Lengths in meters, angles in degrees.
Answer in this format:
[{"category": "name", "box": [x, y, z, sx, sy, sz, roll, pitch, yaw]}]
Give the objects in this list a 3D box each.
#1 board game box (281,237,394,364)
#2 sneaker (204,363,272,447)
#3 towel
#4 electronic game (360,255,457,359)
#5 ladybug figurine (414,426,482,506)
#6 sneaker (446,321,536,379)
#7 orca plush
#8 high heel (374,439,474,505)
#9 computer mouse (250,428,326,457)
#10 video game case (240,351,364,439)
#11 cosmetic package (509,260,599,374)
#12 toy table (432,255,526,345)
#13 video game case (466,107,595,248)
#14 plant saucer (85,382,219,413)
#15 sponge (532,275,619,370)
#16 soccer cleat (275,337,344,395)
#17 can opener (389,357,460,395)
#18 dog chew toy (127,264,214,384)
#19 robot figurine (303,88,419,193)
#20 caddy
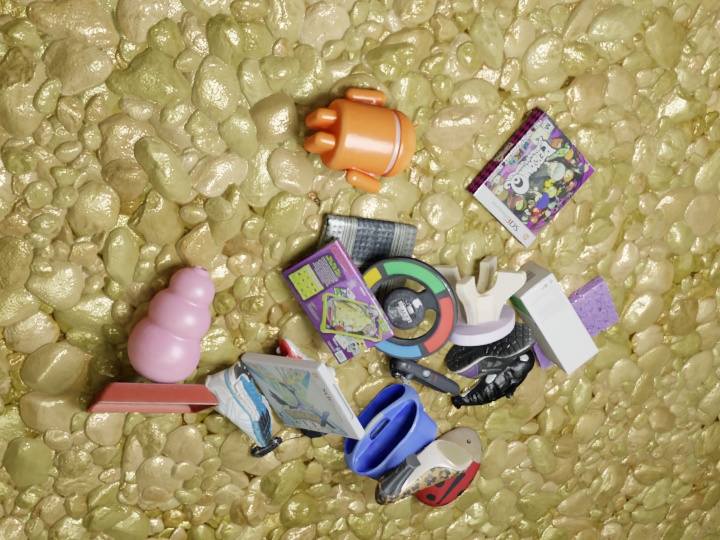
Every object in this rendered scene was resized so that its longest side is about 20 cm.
[{"category": "board game box", "box": [-0.038, 0.056, 1.515, 0.119, 0.032, 0.202, -27, 104, 18]}, {"category": "sneaker", "box": [-0.226, 0.253, 1.581, 0.085, 0.076, 0.202, -11, 125, 15]}, {"category": "towel", "box": [0.000, 0.000, 1.565, 0.189, 0.035, 0.203, 5, 110, -26]}, {"category": "electronic game", "box": [0.078, 0.069, 1.534, 0.196, 0.042, 0.204, 7, 114, 15]}, {"category": "ladybug figurine", "box": [0.189, 0.428, 1.814, 0.135, 0.072, 0.202, 28, 102, -30]}, {"category": "sneaker", "box": [0.272, 0.161, 1.688, 0.198, 0.077, 0.087, -24, 139, 37]}, {"category": "orca plush", "box": [0.284, 0.235, 1.759, 0.197, 0.071, 0.107, -21, 120, -11]}, {"category": "high heel", "box": [0.120, 0.393, 1.636, 0.198, 0.072, 0.143, 3, 135, -40]}, {"category": "computer mouse", "box": [-0.123, 0.315, 1.665, 0.197, 0.034, 0.059, -20, 149, -7]}, {"category": "video game case", "box": [-0.105, 0.227, 1.545, 0.022, 0.198, 0.184, -52, 128, -34]}, {"category": "cosmetic package", "box": [0.374, 0.092, 1.685, 0.084, 0.108, 0.201, -35, 108, -3]}, {"category": "toy table", "box": [0.220, 0.052, 1.600, 0.180, 0.200, 0.119, 1, 107, 15]}, {"category": "video game case", "box": [0.322, -0.170, 1.602, 0.200, 0.036, 0.181, -48, 123, 5]}, {"category": "plant saucer", "box": [-0.357, 0.218, 1.456, 0.197, 0.199, 0.037, 5, 75, -22]}, {"category": "sponge", "box": [0.442, 0.111, 1.787, 0.198, 0.030, 0.112, -33, 120, -3]}, {"category": "soccer cleat", "box": [-0.093, 0.191, 1.599, 0.085, 0.068, 0.202, -34, 123, -16]}, {"category": "can opener", "box": [0.130, 0.206, 1.683, 0.199, 0.063, 0.080, 33, 79, -34]}, {"category": "dog chew toy", "box": [-0.309, 0.086, 1.432, 0.123, 0.124, 0.203, 23, 97, -29]}, {"category": "robot figurine", "box": [0.007, -0.215, 1.411, 0.197, 0.145, 0.117, 6, 135, -24]}, {"category": "caddy", "box": [0.053, 0.318, 1.668, 0.201, 0.142, 0.105, -49, 125, 5]}]
